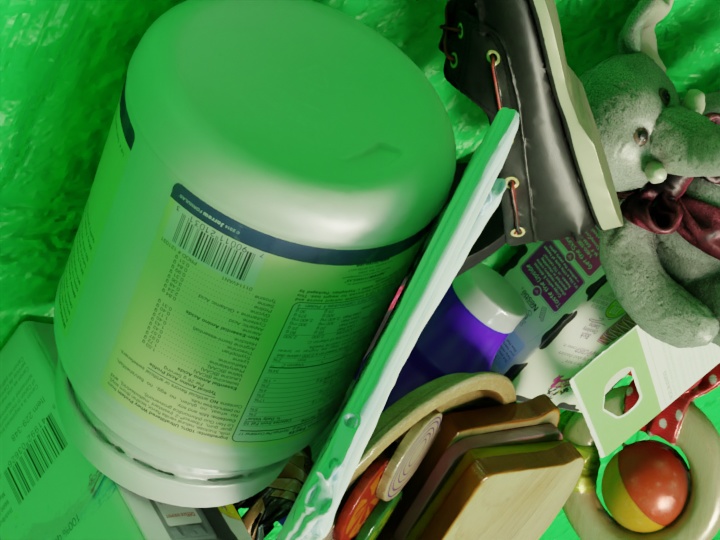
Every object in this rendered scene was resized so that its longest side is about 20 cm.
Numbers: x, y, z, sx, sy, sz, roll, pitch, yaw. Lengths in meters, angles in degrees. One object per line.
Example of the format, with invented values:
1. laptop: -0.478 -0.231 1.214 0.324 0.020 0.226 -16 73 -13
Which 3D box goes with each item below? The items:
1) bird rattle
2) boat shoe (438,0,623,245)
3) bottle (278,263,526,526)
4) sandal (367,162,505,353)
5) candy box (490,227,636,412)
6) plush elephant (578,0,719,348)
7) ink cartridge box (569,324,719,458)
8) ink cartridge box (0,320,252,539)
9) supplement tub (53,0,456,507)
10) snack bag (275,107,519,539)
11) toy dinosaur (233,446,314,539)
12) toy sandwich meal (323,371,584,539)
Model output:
1. bird rattle: 0.198 0.128 1.188 0.199 0.164 0.112 -34 170 16
2. boat shoe: 0.066 -0.100 0.755 0.062 0.074 0.203 -14 119 13
3. bottle: 0.022 0.081 1.017 0.083 0.066 0.200 17 122 -45
4. sandal: 0.000 0.000 0.880 0.199 0.075 0.045 -37 154 -14
5. candy box: 0.165 -0.002 1.054 0.200 0.061 0.136 -48 149 18
6. plush elephant: 0.166 -0.056 0.877 0.166 0.198 0.155 -63 146 -11
7. ink cartridge box: 0.204 0.016 1.010 0.199 0.048 0.146 -36 150 -2
8. ink cartridge box: -0.134 0.148 0.815 0.085 0.201 0.148 11 128 -51
9. supplement tub: -0.055 -0.005 0.738 0.144 0.146 0.201 -11 142 -36
10. snack bag: 0.017 0.034 0.720 0.190 0.021 0.200 -62 179 -17
11. toy dinosaur: -0.068 0.125 0.942 0.136 0.102 0.200 -46 111 -1
12. toy sandwich meal: 0.040 0.143 0.959 0.204 0.070 0.206 -36 152 -23
